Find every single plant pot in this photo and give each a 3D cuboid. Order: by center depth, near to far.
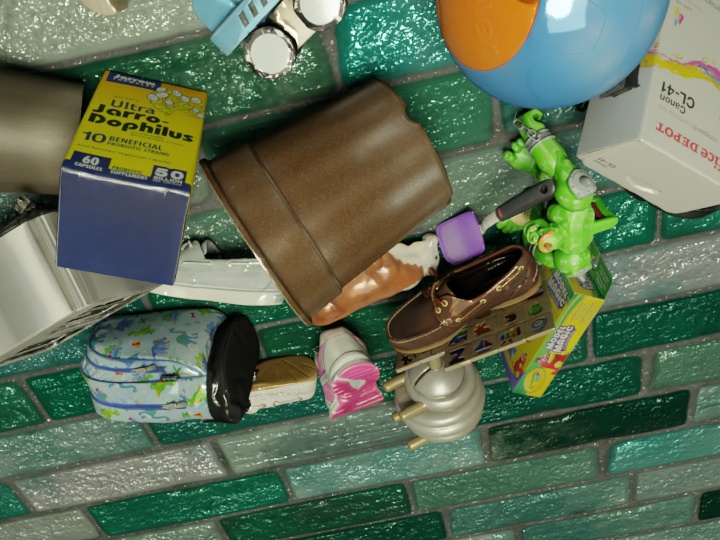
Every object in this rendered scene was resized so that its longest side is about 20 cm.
[{"bbox_3d":[-0.026,-0.080,0.755,0.198,0.200,0.200,-33,126,-2],"label":"plant pot"}]

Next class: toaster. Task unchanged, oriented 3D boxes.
[{"bbox_3d":[-0.333,0.010,0.788,0.181,0.200,0.119,-29,89,17],"label":"toaster"}]

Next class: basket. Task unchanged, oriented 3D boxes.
[{"bbox_3d":[-0.375,-0.138,0.710,0.199,0.180,0.136,4,95,-19],"label":"basket"}]

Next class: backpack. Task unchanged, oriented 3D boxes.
[{"bbox_3d":[-0.247,0.121,0.933,0.199,0.163,0.154,-15,120,14],"label":"backpack"}]

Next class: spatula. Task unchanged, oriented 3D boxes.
[{"bbox_3d":[0.151,-0.057,0.833,0.021,0.057,0.200,-10,169,-29],"label":"spatula"}]

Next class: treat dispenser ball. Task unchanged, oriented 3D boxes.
[{"bbox_3d":[0.166,-0.244,0.647,0.200,0.201,0.201,-3,128,-4],"label":"treat dispenser ball"}]

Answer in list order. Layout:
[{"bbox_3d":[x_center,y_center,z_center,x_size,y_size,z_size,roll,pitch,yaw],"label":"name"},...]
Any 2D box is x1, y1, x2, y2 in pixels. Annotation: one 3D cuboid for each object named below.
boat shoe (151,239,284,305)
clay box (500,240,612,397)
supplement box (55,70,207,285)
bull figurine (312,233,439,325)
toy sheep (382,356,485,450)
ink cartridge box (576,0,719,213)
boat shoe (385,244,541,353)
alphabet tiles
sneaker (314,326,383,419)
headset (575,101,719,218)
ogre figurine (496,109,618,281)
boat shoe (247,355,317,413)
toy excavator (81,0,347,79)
[{"bbox_3d":[-0.185,-0.001,0.888,0.200,0.070,0.072,6,91,11],"label":"boat shoe"},{"bbox_3d":[0.241,0.051,0.941,0.047,0.115,0.200,11,125,-13],"label":"clay box"},{"bbox_3d":[-0.218,-0.096,0.723,0.109,0.200,0.110,10,126,-14],"label":"supplement box"},{"bbox_3d":[0.000,0.000,0.910,0.200,0.065,0.121,-31,121,15],"label":"bull figurine"},{"bbox_3d":[0.105,0.169,1.012,0.137,0.138,0.200,-10,145,2],"label":"toy sheep"},{"bbox_3d":[0.309,-0.177,0.718,0.147,0.201,0.086,21,165,-23],"label":"ink cartridge box"},{"bbox_3d":[0.112,0.029,0.866,0.200,0.071,0.070,-31,146,10],"label":"boat shoe"},{"bbox_3d":[0.134,0.060,0.897,0.200,0.167,0.008,-24,115,20],"label":"alphabet tiles"},{"bbox_3d":[-0.018,0.137,1.010,0.081,0.088,0.200,-17,152,-13],"label":"sneaker"},{"bbox_3d":[0.322,-0.141,0.793,0.200,0.124,0.094,29,160,2],"label":"headset"},{"bbox_3d":[0.218,-0.073,0.834,0.098,0.120,0.200,-8,127,-25],"label":"ogre figurine"},{"bbox_3d":[-0.158,0.168,1.020,0.199,0.071,0.069,-3,128,-5],"label":"boat shoe"},{"bbox_3d":[-0.133,-0.264,0.680,0.194,0.100,0.200,-39,109,20],"label":"toy excavator"}]
